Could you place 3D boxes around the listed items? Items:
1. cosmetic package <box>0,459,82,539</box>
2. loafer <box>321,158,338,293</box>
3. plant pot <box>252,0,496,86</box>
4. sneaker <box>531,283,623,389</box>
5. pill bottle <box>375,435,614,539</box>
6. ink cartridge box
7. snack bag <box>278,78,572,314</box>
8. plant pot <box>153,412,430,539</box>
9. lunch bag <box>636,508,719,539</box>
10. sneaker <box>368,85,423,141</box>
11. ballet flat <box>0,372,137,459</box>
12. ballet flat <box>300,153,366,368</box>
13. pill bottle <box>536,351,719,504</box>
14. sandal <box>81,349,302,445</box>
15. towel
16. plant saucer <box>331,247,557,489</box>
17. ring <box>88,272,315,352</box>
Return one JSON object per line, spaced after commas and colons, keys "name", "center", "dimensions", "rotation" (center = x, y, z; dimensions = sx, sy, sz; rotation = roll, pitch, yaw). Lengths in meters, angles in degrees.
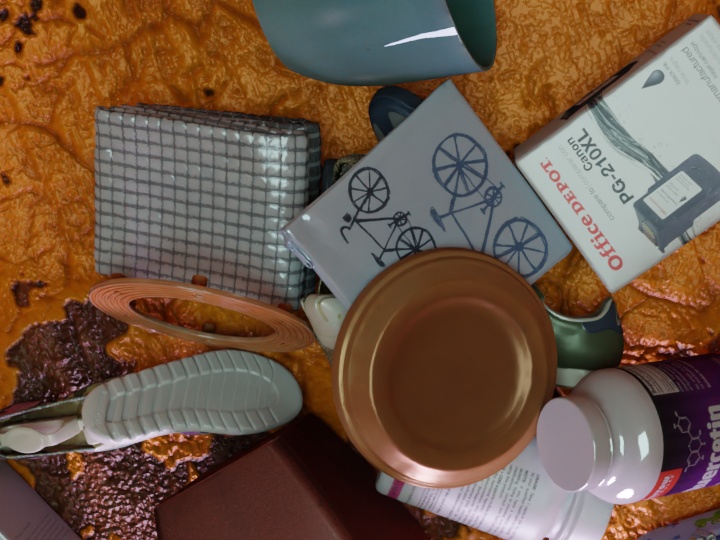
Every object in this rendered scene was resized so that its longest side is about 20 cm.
{"name": "cosmetic package", "center": [-0.355, 0.241, 1.216], "dimensions": [0.074, 0.102, 0.200], "rotation": [-43, 94, 12]}
{"name": "loafer", "center": [0.000, 0.000, 1.143], "dimensions": [0.063, 0.072, 0.202], "rotation": [-2, 99, 3]}
{"name": "plant pot", "center": [0.004, -0.240, 1.030], "dimensions": [0.160, 0.201, 0.202], "rotation": [-12, 101, 20]}
{"name": "sneaker", "center": [0.137, 0.051, 1.144], "dimensions": [0.199, 0.067, 0.091], "rotation": [7, 96, 4]}
{"name": "pill bottle", "center": [0.123, 0.177, 1.144], "dimensions": [0.199, 0.113, 0.114], "rotation": [20, 104, 2]}
{"name": "ink cartridge box", "center": [0.248, -0.098, 1.084], "dimensions": [0.200, 0.084, 0.145], "rotation": [-37, 96, 12]}
{"name": "snack bag", "center": [0.059, -0.024, 1.062], "dimensions": [0.200, 0.021, 0.189], "rotation": [-43, 106, -11]}
{"name": "plant pot", "center": [-0.071, 0.244, 1.147], "dimensions": [0.199, 0.200, 0.177], "rotation": [-31, 88, 11]}
{"name": "lunch bag", "center": [0.345, 0.319, 1.171], "dimensions": [0.160, 0.082, 0.201], "rotation": [-17, 101, 7]}
{"name": "sneaker", "center": [0.060, -0.064, 1.105], "dimensions": [0.200, 0.082, 0.070], "rotation": [53, 146, -5]}
{"name": "ballet flat", "center": [-0.267, 0.146, 1.200], "dimensions": [0.199, 0.071, 0.070], "rotation": [-12, 100, 8]}
{"name": "ballet flat", "center": [-0.015, 0.000, 1.073], "dimensions": [0.068, 0.075, 0.202], "rotation": [5, 88, 40]}
{"name": "pill bottle", "center": [0.251, 0.133, 1.080], "dimensions": [0.199, 0.112, 0.113], "rotation": [-6, 105, -29]}
{"name": "sandal", "center": [-0.155, 0.120, 1.184], "dimensions": [0.201, 0.050, 0.083], "rotation": [-3, 67, -13]}
{"name": "towel", "center": [-0.133, -0.060, 1.128], "dimensions": [0.199, 0.086, 0.167], "rotation": [9, 111, 14]}
{"name": "plant saucer", "center": [0.076, 0.083, 1.047], "dimensions": [0.199, 0.037, 0.202], "rotation": [-2, 97, -19]}
{"name": "ring", "center": [-0.136, 0.036, 1.111], "dimensions": [0.199, 0.201, 0.019], "rotation": [8, 74, 4]}
